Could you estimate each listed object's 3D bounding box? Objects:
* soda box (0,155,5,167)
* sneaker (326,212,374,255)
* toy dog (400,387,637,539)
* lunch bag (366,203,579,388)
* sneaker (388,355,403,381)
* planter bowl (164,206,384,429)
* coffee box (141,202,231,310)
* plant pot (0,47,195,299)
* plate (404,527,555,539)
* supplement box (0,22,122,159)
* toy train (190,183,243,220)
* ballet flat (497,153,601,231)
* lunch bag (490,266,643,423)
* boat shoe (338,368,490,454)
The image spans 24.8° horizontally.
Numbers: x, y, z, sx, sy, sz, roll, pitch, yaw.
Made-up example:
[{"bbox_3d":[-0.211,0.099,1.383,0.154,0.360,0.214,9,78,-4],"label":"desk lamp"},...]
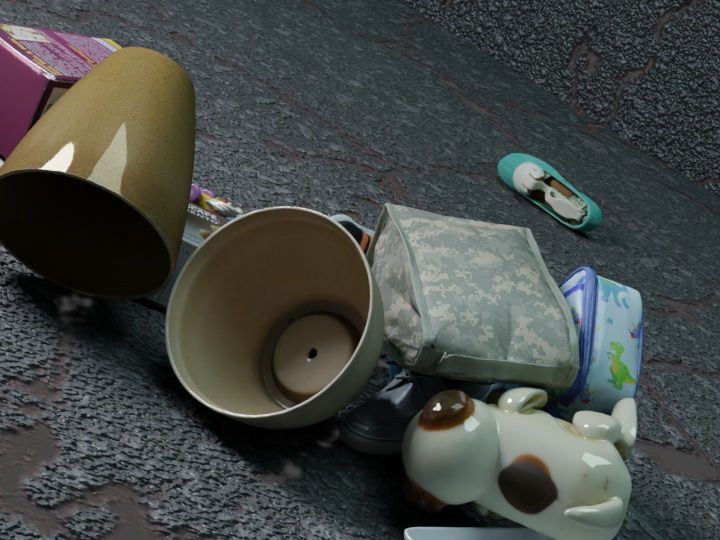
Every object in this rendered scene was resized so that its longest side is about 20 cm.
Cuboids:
[{"bbox_3d":[-0.335,-0.097,1.691,0.068,0.064,0.200,31,18,9],"label":"soda box"},{"bbox_3d":[0.000,0.000,1.661,0.090,0.070,0.200,45,12,18],"label":"sneaker"},{"bbox_3d":[0.133,0.180,1.462,0.199,0.140,0.194,15,25,0],"label":"toy dog"},{"bbox_3d":[0.101,0.042,1.547,0.163,0.118,0.200,9,32,-20],"label":"lunch bag"},{"bbox_3d":[0.097,0.078,1.768,0.130,0.080,0.200,7,22,-4],"label":"sneaker"},{"bbox_3d":[-0.061,0.061,1.505,0.200,0.200,0.135,39,-6,31],"label":"planter bowl"},{"bbox_3d":[-0.136,0.006,1.672,0.199,0.080,0.114,24,18,-14],"label":"coffee box"},{"bbox_3d":[-0.232,-0.108,1.543,0.186,0.186,0.201,24,55,-10],"label":"plant pot"},{"bbox_3d":[0.152,0.292,1.401,0.199,0.032,0.200,8,27,-44],"label":"plate"},{"bbox_3d":[-0.302,-0.175,1.679,0.131,0.104,0.200,37,20,29],"label":"supplement box"},{"bbox_3d":[-0.190,-0.068,1.796,0.200,0.056,0.150,30,2,38],"label":"toy train"},{"bbox_3d":[0.305,-0.132,2.671,0.200,0.068,0.070,35,12,16],"label":"ballet flat"},{"bbox_3d":[0.199,0.100,1.633,0.082,0.200,0.161,23,55,-15],"label":"lunch bag"},{"bbox_3d":[0.057,0.119,1.608,0.070,0.072,0.200,31,33,34],"label":"boat shoe"}]
